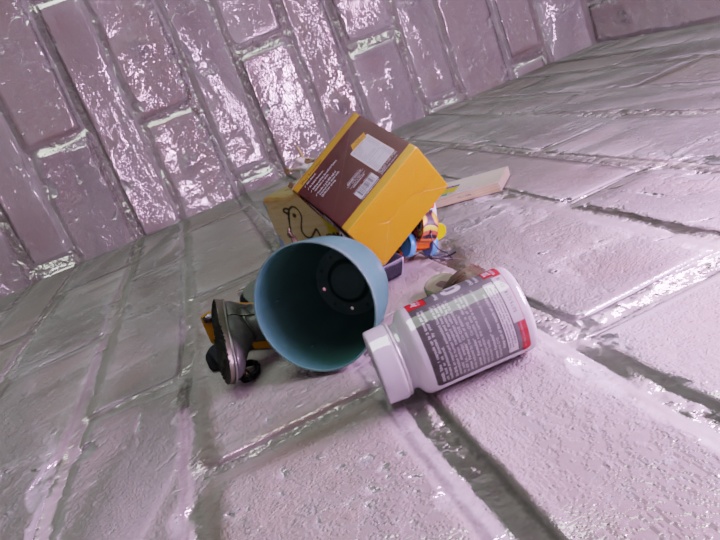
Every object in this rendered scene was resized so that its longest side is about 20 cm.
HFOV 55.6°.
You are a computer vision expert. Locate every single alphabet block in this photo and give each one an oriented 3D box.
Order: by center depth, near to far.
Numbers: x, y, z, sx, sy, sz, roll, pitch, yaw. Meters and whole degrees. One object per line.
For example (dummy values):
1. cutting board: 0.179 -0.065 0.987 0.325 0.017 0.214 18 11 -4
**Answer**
1. alphabet block: -0.073 -0.130 1.608 0.199 0.196 0.196 -3 26 48

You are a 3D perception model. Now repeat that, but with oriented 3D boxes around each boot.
1. boot: -0.142 0.106 1.150 0.198 0.073 0.183 3 48 -23

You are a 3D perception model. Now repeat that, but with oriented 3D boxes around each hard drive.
1. hard drive: 0.000 0.000 1.374 0.134 0.043 0.200 -27 17 -16

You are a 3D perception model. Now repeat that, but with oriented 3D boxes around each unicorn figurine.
1. unicorn figurine: -0.105 -0.227 1.517 0.199 0.074 0.137 9 22 34

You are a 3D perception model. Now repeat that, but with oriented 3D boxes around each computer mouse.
1. computer mouse: -0.225 0.156 1.193 0.058 0.034 0.199 -30 19 -27

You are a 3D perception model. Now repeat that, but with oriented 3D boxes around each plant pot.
1. plant pot: -0.045 0.037 1.081 0.199 0.202 0.161 -14 8 22

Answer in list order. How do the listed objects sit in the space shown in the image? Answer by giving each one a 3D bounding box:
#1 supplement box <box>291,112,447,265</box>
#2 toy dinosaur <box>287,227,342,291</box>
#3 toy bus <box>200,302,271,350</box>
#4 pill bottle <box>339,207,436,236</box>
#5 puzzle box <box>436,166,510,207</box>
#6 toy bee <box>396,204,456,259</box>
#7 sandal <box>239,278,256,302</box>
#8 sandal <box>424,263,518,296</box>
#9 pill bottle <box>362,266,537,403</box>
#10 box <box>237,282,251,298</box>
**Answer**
1. supplement box: 0.015 -0.158 1.304 0.198 0.133 0.200 -51 47 0
2. toy dinosaur: -0.075 -0.007 1.316 0.134 0.086 0.201 2 53 -15
3. toy bus: -0.220 0.102 1.293 0.199 0.065 0.078 -2 26 47
4. pill bottle: 0.055 -0.115 1.466 0.198 0.113 0.112 -10 14 -14
5. puzzle box: 0.265 -0.204 1.701 0.199 0.026 0.133 -13 19 27
6. toy bee: 0.125 -0.080 1.342 0.130 0.110 0.199 -3 5 -44
7. sandal: -0.167 0.023 1.455 0.199 0.045 0.075 -20 58 -2
8. sandal: 0.163 0.020 1.087 0.080 0.058 0.200 -31 19 -28
9. pill bottle: 0.110 0.084 0.863 0.199 0.115 0.114 -22 17 -4
10. box: -0.175 0.026 1.515 0.199 0.042 0.039 -21 17 4
